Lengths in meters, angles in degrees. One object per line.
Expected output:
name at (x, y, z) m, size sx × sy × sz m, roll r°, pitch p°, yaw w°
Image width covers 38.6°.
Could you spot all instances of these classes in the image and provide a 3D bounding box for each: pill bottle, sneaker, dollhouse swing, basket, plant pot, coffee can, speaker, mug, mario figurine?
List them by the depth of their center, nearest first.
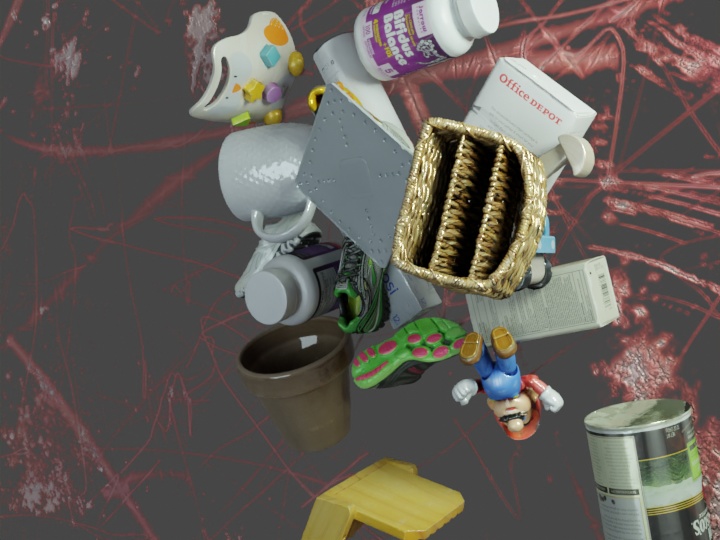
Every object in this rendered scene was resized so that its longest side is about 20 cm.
basket at (0.145, -0.074, 1.301) m, size 0.141 × 0.148 × 0.203 m, roll 12°, pitch 84°, yaw 35°
coffee can at (0.389, 0.290, 1.389) m, size 0.145 × 0.146 × 0.204 m, roll -9°, pitch 94°, yaw 35°
mario figurine at (0.212, 0.179, 1.479) m, size 0.122 × 0.106 × 0.201 m, roll 18°, pitch 148°, yaw 44°
pill bottle at (0.097, -0.355, 1.495) m, size 0.198 × 0.112 × 0.114 m, roll -13°, pitch 91°, yaw 36°
sneaker at (-0.004, -0.201, 1.516) m, size 0.199 × 0.082 × 0.078 m, roll 38°, pitch 106°, yaw 16°
sneaker at (0.000, 0.000, 1.566) m, size 0.077 × 0.085 × 0.204 m, roll 2°, pitch 99°, yaw 35°
speaker at (0.002, -0.262, 1.597) m, size 0.081 × 0.081 × 0.202 m, roll -32°, pitch 80°, yaw 34°
dollhouse swing at (0.038, 0.410, 1.622) m, size 0.175 × 0.199 × 0.184 m, roll 31°, pitch 114°, yaw 25°
sneaker at (0.081, 0.132, 1.625) m, size 0.197 × 0.084 × 0.078 m, roll -21°, pitch 66°, yaw 20°
pill bottle at (-0.093, 0.024, 1.640) m, size 0.110 × 0.199 × 0.114 m, roll 7°, pitch 104°, yaw 31°
mug at (-0.121, -0.139, 1.650) m, size 0.173 × 0.148 × 0.203 m, roll -7°, pitch 65°, yaw 26°
plant pot at (-0.088, 0.197, 1.697) m, size 0.198 × 0.200 × 0.177 m, roll -2°, pitch 116°, yaw 34°
sneaker at (-0.149, -0.029, 1.757) m, size 0.200 × 0.075 × 0.082 m, roll -44°, pitch 66°, yaw 24°

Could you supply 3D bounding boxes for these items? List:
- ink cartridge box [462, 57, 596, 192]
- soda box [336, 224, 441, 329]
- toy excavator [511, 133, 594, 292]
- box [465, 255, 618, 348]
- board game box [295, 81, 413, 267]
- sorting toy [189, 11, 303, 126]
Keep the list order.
ink cartridge box at (0.219, -0.178, 1.460) m, size 0.146 × 0.082 × 0.202 m, roll 41°, pitch 120°, yaw 22°
soda box at (0.044, -0.014, 1.624) m, size 0.068 × 0.063 × 0.202 m, roll -37°, pitch 77°, yaw 35°
toy excavator at (0.219, -0.074, 1.386) m, size 0.192 × 0.099 × 0.204 m, roll -2°, pitch 90°, yaw 33°
box at (0.258, 0.047, 1.477) m, size 0.198 × 0.077 × 0.097 m, roll -12°, pitch 92°, yaw 36°
board game box at (0.002, -0.136, 1.472) m, size 0.200 × 0.026 × 0.201 m, roll 43°, pitch 138°, yaw 19°
sorting toy at (-0.198, -0.307, 1.667) m, size 0.106 × 0.179 × 0.202 m, roll 38°, pitch 118°, yaw 23°
